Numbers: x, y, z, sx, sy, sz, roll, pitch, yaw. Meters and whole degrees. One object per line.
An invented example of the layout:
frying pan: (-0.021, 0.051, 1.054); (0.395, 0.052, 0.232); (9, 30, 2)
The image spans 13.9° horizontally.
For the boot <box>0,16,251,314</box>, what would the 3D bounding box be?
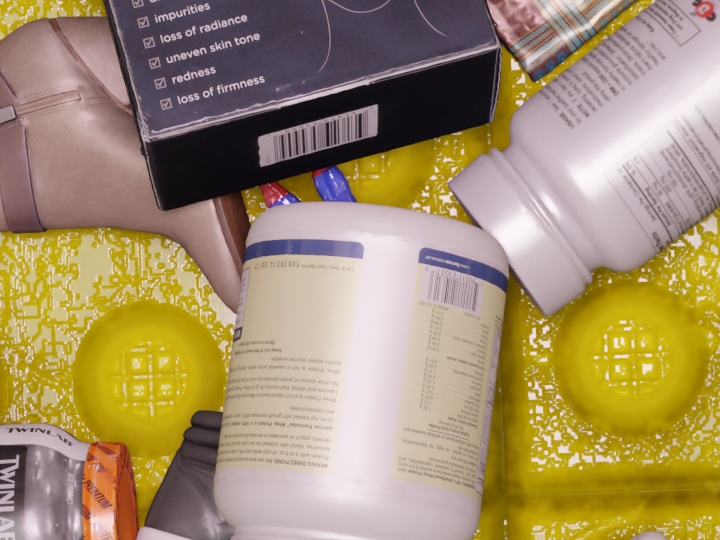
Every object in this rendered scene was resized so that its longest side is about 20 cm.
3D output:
boot: (-0.148, -0.050, 1.684); (0.145, 0.070, 0.201); (-17, 82, 5)

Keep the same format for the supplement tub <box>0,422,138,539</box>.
supplement tub: (-0.228, 0.148, 1.649); (0.199, 0.123, 0.123); (-4, 87, 3)

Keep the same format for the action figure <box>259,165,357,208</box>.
action figure: (0.000, 0.000, 1.680); (0.065, 0.052, 0.201); (-31, 89, 6)

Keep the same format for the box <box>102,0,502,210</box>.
box: (-0.044, -0.163, 1.613); (0.199, 0.124, 0.198); (-15, 73, -4)

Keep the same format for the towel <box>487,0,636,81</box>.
towel: (0.132, -0.226, 1.696); (0.200, 0.022, 0.147); (-40, 85, 1)

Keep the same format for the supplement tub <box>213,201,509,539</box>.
supplement tub: (-0.001, 0.074, 1.572); (0.144, 0.145, 0.201); (7, 80, 4)

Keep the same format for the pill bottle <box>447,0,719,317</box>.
pill bottle: (0.154, -0.071, 1.642); (0.200, 0.113, 0.114); (-37, 86, 1)

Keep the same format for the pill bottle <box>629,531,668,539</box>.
pill bottle: (0.178, 0.254, 1.625); (0.116, 0.116, 0.200); (-37, 86, 1)

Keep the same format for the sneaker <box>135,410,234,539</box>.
sneaker: (-0.020, 0.132, 1.664); (0.199, 0.071, 0.100); (14, 84, 1)
